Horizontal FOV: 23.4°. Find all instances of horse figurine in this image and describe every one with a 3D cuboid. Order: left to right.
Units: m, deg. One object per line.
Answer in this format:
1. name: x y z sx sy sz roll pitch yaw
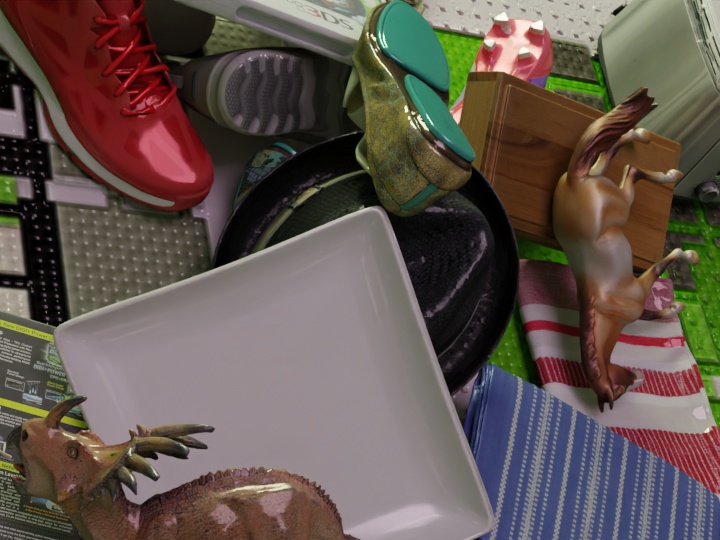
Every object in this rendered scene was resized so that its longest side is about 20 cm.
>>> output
1. horse figurine: 0.177 -0.020 1.192 0.132 0.050 0.201 -25 109 -38

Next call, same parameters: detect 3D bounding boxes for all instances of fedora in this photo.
1. fedora: 0.012 0.005 1.050 0.200 0.092 0.202 0 88 -12

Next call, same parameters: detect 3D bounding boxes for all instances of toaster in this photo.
1. toaster: 0.270 -0.160 1.361 0.113 0.129 0.201 9 56 -30

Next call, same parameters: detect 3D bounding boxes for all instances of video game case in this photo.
1. video game case: -0.066 -0.216 1.147 0.181 0.023 0.200 17 35 -33

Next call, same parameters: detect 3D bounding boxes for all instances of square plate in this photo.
1. square plate: -0.046 0.089 0.974 0.199 0.028 0.199 -21 95 -13

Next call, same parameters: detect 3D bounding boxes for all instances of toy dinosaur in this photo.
1. toy dinosaur: -0.073 0.130 0.894 0.199 0.086 0.136 -2 98 -26

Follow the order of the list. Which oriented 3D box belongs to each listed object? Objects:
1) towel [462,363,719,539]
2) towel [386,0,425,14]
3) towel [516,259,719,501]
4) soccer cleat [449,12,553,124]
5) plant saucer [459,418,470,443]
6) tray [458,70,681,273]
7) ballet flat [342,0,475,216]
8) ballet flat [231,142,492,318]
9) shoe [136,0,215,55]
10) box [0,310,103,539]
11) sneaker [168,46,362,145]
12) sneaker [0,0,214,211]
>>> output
1. towel: 0.144 0.157 1.103 0.200 0.024 0.145 30 46 -16
2. towel: -0.014 -0.283 1.317 0.148 0.036 0.201 19 53 -21
3. towel: 0.185 0.084 1.207 0.144 0.023 0.201 6 54 -31
4. soccer cleat: 0.085 -0.098 1.246 0.066 0.077 0.200 16 57 24
5. plant saucer: 0.067 0.179 1.067 0.200 0.032 0.201 18 53 -25
6. tray: 0.146 -0.065 1.219 0.200 0.037 0.099 15 83 -41
7. ballet flat: 0.021 -0.098 1.044 0.070 0.071 0.200 21 28 -21
8. ballet flat: 0.000 0.000 1.129 0.200 0.074 0.074 35 47 -7
9. shoe: -0.174 -0.231 1.151 0.200 0.071 0.091 36 31 -23
10. box: -0.239 0.087 0.916 0.199 0.044 0.161 18 52 -24
11. sneaker: -0.041 -0.123 1.167 0.200 0.082 0.075 7 99 -50
12. sneaker: -0.151 -0.135 1.071 0.200 0.116 0.078 45 48 2
